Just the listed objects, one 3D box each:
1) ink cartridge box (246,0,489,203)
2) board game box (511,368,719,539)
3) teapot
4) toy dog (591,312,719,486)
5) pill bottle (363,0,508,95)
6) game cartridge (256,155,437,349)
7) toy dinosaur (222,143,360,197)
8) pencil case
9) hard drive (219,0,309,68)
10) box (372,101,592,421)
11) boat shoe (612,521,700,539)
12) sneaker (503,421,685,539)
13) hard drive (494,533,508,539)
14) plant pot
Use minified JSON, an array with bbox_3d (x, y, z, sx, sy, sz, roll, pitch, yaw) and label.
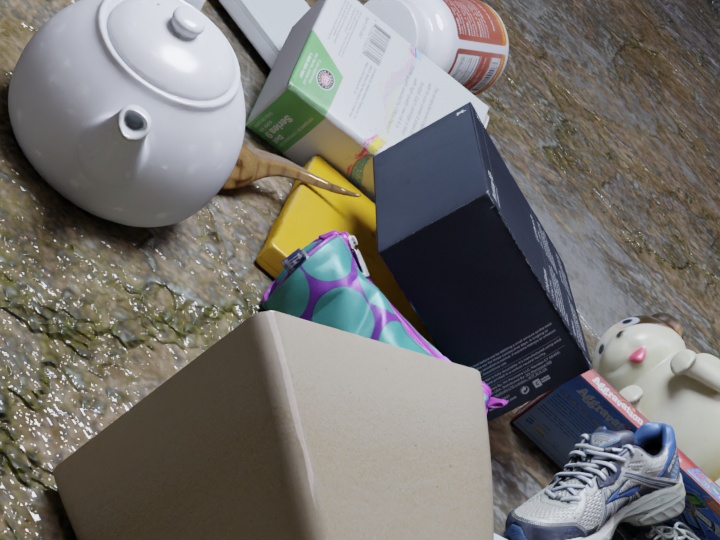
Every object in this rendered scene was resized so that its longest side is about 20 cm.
[{"bbox_3d":[0.011,-0.142,1.690,0.199,0.087,0.146,35,49,-16],"label":"ink cartridge box"},{"bbox_3d":[0.233,0.172,1.572,0.200,0.103,0.019,43,47,-4],"label":"board game box"},{"bbox_3d":[-0.159,-0.144,1.364,0.196,0.146,0.201,-4,54,-44],"label":"teapot"},{"bbox_3d":[0.301,0.129,1.711,0.201,0.139,0.194,53,13,20],"label":"toy dog"},{"bbox_3d":[0.073,-0.249,1.982,0.113,0.112,0.199,52,25,18],"label":"pill bottle"},{"bbox_3d":[0.000,0.000,1.571,0.176,0.032,0.200,41,27,-9],"label":"game cartridge"},{"bbox_3d":[-0.104,-0.094,1.536,0.199,0.060,0.107,-5,67,-45],"label":"toy dinosaur"},{"bbox_3d":[0.015,0.061,1.414,0.200,0.092,0.085,47,12,2],"label":"pencil case"},{"bbox_3d":[-0.070,-0.234,1.819,0.201,0.026,0.131,54,25,18],"label":"hard drive"},{"bbox_3d":[0.098,-0.011,1.517,0.183,0.103,0.200,58,12,-22],"label":"box"},{"bbox_3d":[0.262,0.251,1.536,0.075,0.062,0.201,-8,55,-54],"label":"boat shoe"},{"bbox_3d":[0.187,0.169,1.465,0.077,0.086,0.199,17,23,42],"label":"sneaker"},{"bbox_3d":[0.114,0.272,1.313,0.131,0.026,0.201,29,28,-31],"label":"hard drive"},{"bbox_3d":[-0.035,0.166,1.065,0.199,0.199,0.179,18,45,-44],"label":"plant pot"}]
